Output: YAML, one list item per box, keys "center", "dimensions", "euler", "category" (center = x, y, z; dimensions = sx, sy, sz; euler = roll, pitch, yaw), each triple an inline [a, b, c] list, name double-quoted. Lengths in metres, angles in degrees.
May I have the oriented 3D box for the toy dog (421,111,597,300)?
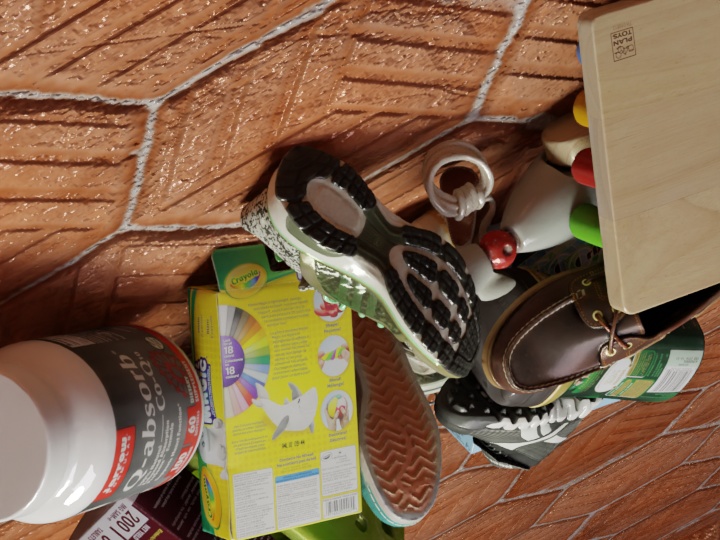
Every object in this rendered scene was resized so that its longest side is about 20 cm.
- center: [0.107, -0.042, 1.324]
  dimensions: [0.198, 0.134, 0.096]
  euler: [-11, -165, -26]
  category: "toy dog"

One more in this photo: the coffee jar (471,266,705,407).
- center: [0.166, 0.051, 1.425]
  dimensions: [0.199, 0.105, 0.086]
  euler: [2, 133, -41]
  category: "coffee jar"

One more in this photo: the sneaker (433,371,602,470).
- center: [0.116, 0.122, 1.458]
  dimensions: [0.199, 0.066, 0.091]
  euler: [-4, 129, -53]
  category: "sneaker"

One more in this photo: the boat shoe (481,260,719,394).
- center: [0.179, 0.027, 1.312]
  dimensions: [0.199, 0.071, 0.070]
  euler: [-31, -157, -18]
  category: "boat shoe"

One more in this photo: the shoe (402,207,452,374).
- center: [0.041, 0.024, 1.425]
  dimensions: [0.053, 0.070, 0.201]
  euler: [-33, 153, -21]
  category: "shoe"

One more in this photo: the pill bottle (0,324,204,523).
- center: [-0.191, 0.100, 1.203]
  dimensions: [0.115, 0.117, 0.200]
  euler: [-34, 171, 20]
  category: "pill bottle"

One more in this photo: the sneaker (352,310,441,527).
- center: [0.004, 0.110, 1.397]
  dimensions: [0.071, 0.202, 0.080]
  euler: [1, 146, -27]
  category: "sneaker"

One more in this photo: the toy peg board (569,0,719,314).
- center: [0.222, -0.102, 1.257]
  dimensions: [0.198, 0.201, 0.098]
  euler: [-18, -160, -23]
  category: "toy peg board"

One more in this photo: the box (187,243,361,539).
- center: [-0.061, 0.079, 1.308]
  dimensions: [0.116, 0.203, 0.048]
  euler: [-7, -171, -36]
  category: "box"

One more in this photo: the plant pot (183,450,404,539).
- center: [-0.077, 0.192, 1.473]
  dimensions: [0.200, 0.199, 0.182]
  euler: [-44, -169, 38]
  category: "plant pot"

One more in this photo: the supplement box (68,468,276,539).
- center: [-0.111, 0.230, 1.359]
  dimensions: [0.109, 0.199, 0.061]
  euler: [-45, -169, 39]
  category: "supplement box"

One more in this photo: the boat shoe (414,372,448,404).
- center: [0.062, 0.074, 1.570]
  dimensions: [0.199, 0.075, 0.062]
  euler: [-17, 153, -39]
  category: "boat shoe"

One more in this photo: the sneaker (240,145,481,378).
- center: [0.000, 0.000, 1.229]
  dimensions: [0.088, 0.200, 0.077]
  euler: [-19, -147, 51]
  category: "sneaker"

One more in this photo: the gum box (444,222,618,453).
- center: [0.161, 0.039, 1.527]
  dimensions: [0.169, 0.045, 0.202]
  euler: [-16, 132, -31]
  category: "gum box"
